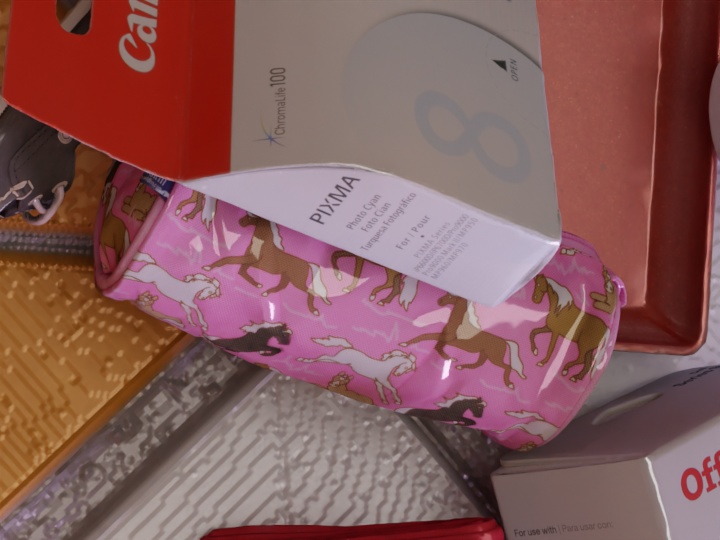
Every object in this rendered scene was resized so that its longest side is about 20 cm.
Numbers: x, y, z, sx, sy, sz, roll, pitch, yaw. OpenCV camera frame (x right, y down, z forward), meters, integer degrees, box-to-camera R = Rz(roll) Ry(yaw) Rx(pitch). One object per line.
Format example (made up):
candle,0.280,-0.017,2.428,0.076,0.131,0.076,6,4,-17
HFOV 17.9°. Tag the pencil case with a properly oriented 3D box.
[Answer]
pencil case,0.000,0.000,0.864,0.199,0.087,0.083,22,51,-18

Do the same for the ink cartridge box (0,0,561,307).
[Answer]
ink cartridge box,-0.024,-0.089,0.819,0.199,0.047,0.161,23,43,-24

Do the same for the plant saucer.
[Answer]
plant saucer,0.053,-0.071,0.944,0.198,0.037,0.201,4,87,-19

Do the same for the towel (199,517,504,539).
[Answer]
towel,0.006,0.196,0.885,0.022,0.144,0.201,-13,95,-61

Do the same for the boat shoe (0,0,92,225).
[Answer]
boat shoe,-0.104,-0.065,0.873,0.057,0.067,0.200,39,74,-10

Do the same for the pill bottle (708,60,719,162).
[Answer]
pill bottle,0.248,-0.077,0.965,0.199,0.111,0.112,-12,93,-25

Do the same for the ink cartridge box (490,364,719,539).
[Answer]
ink cartridge box,0.147,0.149,0.923,0.146,0.084,0.201,-22,97,-46
